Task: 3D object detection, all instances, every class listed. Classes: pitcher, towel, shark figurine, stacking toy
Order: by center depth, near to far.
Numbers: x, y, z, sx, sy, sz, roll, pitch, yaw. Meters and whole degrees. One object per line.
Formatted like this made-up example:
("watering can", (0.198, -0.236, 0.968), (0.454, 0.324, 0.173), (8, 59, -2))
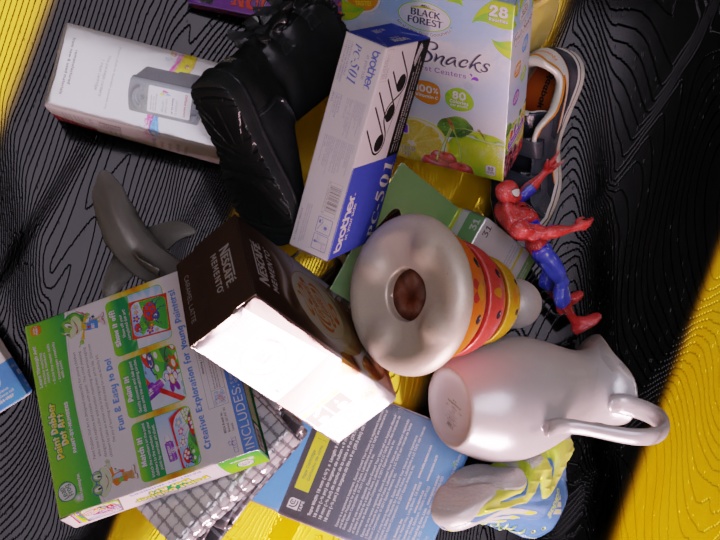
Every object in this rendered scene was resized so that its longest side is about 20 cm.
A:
("stacking toy", (0.102, 0.024, 1.321), (0.200, 0.146, 0.147), (2, 89, -45))
("towel", (-0.165, 0.155, 1.357), (0.200, 0.086, 0.166), (41, 83, 24))
("pitcher", (0.183, 0.130, 1.362), (0.199, 0.171, 0.122), (-5, 112, -28))
("shark figurine", (-0.177, -0.006, 1.386), (0.214, 0.089, 0.129), (19, 88, -5))

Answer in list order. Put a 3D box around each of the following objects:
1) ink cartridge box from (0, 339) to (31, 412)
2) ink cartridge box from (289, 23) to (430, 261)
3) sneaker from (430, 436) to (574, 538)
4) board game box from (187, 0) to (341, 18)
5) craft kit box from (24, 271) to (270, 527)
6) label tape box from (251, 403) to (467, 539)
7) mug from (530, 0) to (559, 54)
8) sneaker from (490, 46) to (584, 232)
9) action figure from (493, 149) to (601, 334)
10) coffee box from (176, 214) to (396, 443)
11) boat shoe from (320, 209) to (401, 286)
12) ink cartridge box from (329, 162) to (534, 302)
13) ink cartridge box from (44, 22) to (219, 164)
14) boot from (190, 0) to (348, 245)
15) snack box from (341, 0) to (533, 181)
("ink cartridge box", (-0.421, 0.065, 1.360), (0.116, 0.067, 0.200), (-31, 93, -7))
("ink cartridge box", (0.000, -0.114, 1.250), (0.044, 0.094, 0.201), (25, 113, 20))
("sneaker", (0.151, 0.235, 1.398), (0.200, 0.076, 0.105), (-24, 112, -39))
("board game box", (-0.065, -0.305, 1.412), (0.199, 0.032, 0.121), (11, 92, 6))
("craft kit box", (-0.202, 0.114, 1.313), (0.197, 0.049, 0.201), (-18, 65, 4))
("label tape box", (-0.005, 0.196, 1.416), (0.199, 0.063, 0.145), (23, 86, -6))
("mug", (0.115, -0.265, 1.390), (0.153, 0.187, 0.150), (13, 122, -16))
("sneaker", (0.164, -0.127, 1.413), (0.078, 0.079, 0.201), (19, 104, 31))
("action figure", (0.200, -0.035, 1.395), (0.099, 0.065, 0.200), (-39, 129, 3))
("coffee box", (-0.067, 0.056, 1.283), (0.080, 0.115, 0.200), (-38, 130, 17))
("boat shoe", (0.004, 0.003, 1.402), (0.203, 0.075, 0.075), (-54, 137, -5))
("ink cartridge box", (0.076, 0.004, 1.382), (0.200, 0.048, 0.146), (35, 82, -46))
("ink cartridge box", (-0.193, -0.164, 1.354), (0.199, 0.148, 0.086), (13, 88, -9))
("boot", (-0.065, -0.144, 1.275), (0.163, 0.073, 0.199), (-50, 133, -36))
("snack box", (0.070, -0.195, 1.311), (0.168, 0.200, 0.068), (15, 44, 17))
